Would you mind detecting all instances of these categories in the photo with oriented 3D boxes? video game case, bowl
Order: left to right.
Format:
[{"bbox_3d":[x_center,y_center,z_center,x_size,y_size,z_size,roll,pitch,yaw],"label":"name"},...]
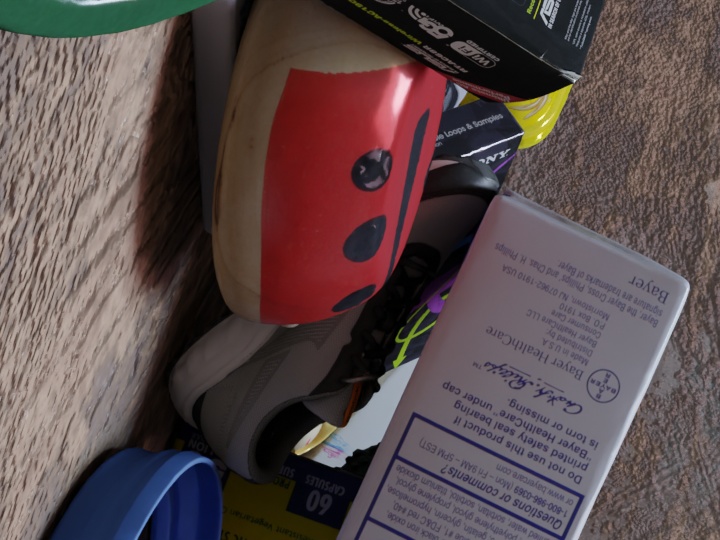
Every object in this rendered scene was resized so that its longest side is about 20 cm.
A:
[{"bbox_3d":[-0.118,0.177,0.762,0.201,0.039,0.202,16,90,-79],"label":"bowl"},{"bbox_3d":[-0.032,-0.138,0.750,0.200,0.022,0.183,97,13,-61],"label":"video game case"}]

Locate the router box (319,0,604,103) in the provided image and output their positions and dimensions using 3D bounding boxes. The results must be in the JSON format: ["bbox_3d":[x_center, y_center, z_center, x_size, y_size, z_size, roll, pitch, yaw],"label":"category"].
[{"bbox_3d":[0.038,-0.185,0.626,0.062,0.149,0.201,-5,-119,58],"label":"router box"}]

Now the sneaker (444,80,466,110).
[{"bbox_3d":[0.017,-0.113,1.030,0.200,0.075,0.114,81,28,-64],"label":"sneaker"}]

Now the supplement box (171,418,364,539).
[{"bbox_3d":[-0.076,0.197,0.915,0.110,0.108,0.201,80,28,-76],"label":"supplement box"}]

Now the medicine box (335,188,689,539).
[{"bbox_3d":[0.076,0.077,0.844,0.201,0.102,0.182,-64,173,0],"label":"medicine box"}]

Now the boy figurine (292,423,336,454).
[{"bbox_3d":[-0.069,0.152,1.073,0.125,0.064,0.201,95,17,-52],"label":"boy figurine"}]

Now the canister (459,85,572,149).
[{"bbox_3d":[0.117,-0.199,1.184,0.200,0.086,0.149,80,31,-66],"label":"canister"}]

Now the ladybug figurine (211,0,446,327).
[{"bbox_3d":[-0.010,-0.056,0.706,0.136,0.071,0.201,-53,159,-50],"label":"ladybug figurine"}]

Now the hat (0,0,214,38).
[{"bbox_3d":[-0.059,-0.185,0.410,0.199,0.177,0.166,-31,165,-12],"label":"hat"}]

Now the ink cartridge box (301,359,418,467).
[{"bbox_3d":[0.028,0.152,1.174,0.200,0.145,0.088,-47,-171,11],"label":"ink cartridge box"}]

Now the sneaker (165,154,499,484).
[{"bbox_3d":[-0.003,0.024,0.809,0.200,0.079,0.074,-45,149,13],"label":"sneaker"}]

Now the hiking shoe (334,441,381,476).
[{"bbox_3d":[0.003,0.180,1.082,0.200,0.086,0.075,-46,-161,42],"label":"hiking shoe"}]

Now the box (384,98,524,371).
[{"bbox_3d":[0.000,0.000,0.900,0.142,0.036,0.201,-22,149,-29],"label":"box"}]
